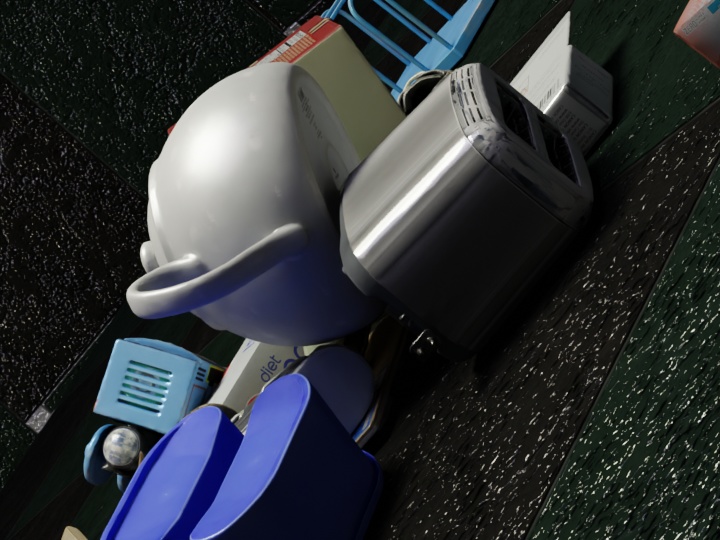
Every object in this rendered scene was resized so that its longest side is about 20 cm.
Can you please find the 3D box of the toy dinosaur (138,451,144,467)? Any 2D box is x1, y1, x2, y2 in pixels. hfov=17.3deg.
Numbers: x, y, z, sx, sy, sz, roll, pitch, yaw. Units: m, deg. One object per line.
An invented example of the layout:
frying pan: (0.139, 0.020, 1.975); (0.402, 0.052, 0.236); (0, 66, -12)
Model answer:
toy dinosaur: (-0.153, 0.233, 1.533); (0.106, 0.060, 0.201); (-25, 59, 32)

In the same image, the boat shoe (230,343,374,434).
boat shoe: (-0.070, 0.128, 1.525); (0.200, 0.072, 0.068); (-52, 11, -9)

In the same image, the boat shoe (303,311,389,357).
boat shoe: (0.000, 0.000, 1.667); (0.072, 0.060, 0.202); (-52, 24, 39)

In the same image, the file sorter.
file sorter: (0.033, -0.244, 2.392); (0.200, 0.122, 0.139); (-44, 12, 50)

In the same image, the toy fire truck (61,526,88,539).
toy fire truck: (-0.218, 0.284, 1.710); (0.176, 0.129, 0.200); (-52, -3, 16)

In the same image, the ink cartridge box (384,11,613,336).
ink cartridge box: (0.095, -0.066, 1.601); (0.200, 0.043, 0.174); (-51, 8, 21)

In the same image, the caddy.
caddy: (-0.065, 0.156, 1.393); (0.141, 0.105, 0.200); (-23, 23, 29)

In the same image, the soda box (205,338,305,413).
soda box: (-0.066, 0.089, 1.675); (0.068, 0.063, 0.200); (-42, 14, 52)

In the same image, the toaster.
toaster: (0.063, -0.038, 1.422); (0.129, 0.113, 0.200); (-48, 14, 16)

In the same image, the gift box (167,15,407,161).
gift box: (-0.044, -0.070, 1.872); (0.200, 0.187, 0.185); (-38, 12, 4)

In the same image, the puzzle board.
puzzle board: (-0.015, 0.107, 1.607); (0.151, 0.017, 0.200); (-48, 10, 27)

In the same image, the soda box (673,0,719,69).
soda box: (0.236, -0.185, 1.229); (0.068, 0.063, 0.200); (-41, 15, 56)

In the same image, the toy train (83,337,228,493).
toy train: (-0.132, 0.119, 1.752); (0.115, 0.086, 0.200); (-71, -21, -5)

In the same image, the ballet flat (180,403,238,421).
ballet flat: (-0.121, 0.182, 1.579); (0.046, 0.067, 0.201); (-139, 62, -74)

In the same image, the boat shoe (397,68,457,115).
boat shoe: (0.068, -0.139, 1.975); (0.071, 0.064, 0.200); (-54, 8, -4)

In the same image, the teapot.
teapot: (-0.076, -0.029, 1.532); (0.145, 0.200, 0.198); (-21, 59, 11)
